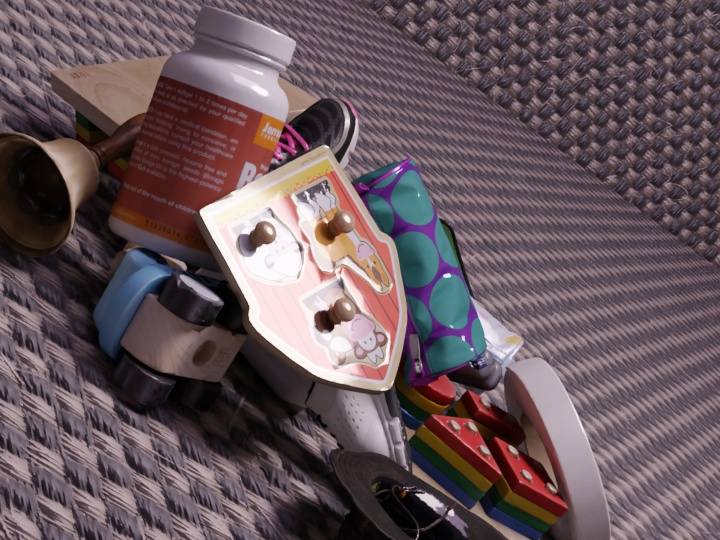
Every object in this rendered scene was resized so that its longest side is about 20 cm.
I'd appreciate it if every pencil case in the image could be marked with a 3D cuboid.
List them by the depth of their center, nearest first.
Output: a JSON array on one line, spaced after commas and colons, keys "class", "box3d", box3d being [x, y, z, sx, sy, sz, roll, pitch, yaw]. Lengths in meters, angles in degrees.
[{"class": "pencil case", "box3d": [0.045, 0.004, 1.679, 0.092, 0.085, 0.201, -33, 103, -56]}, {"class": "pencil case", "box3d": [0.082, 0.043, 1.983, 0.200, 0.083, 0.091, 43, -24, 0]}]

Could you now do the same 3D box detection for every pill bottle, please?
[{"class": "pill bottle", "box3d": [-0.125, -0.109, 1.528, 0.111, 0.202, 0.112, 20, 2, -1]}]

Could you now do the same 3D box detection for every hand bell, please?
[{"class": "hand bell", "box3d": [-0.220, -0.095, 1.552, 0.104, 0.104, 0.200, 43, 37, 9]}]

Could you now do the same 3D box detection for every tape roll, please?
[{"class": "tape roll", "box3d": [0.194, 0.187, 1.839, 0.203, 0.037, 0.205, 162, -90, -84]}]

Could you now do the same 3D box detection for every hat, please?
[{"class": "hat", "box3d": [0.040, 0.228, 1.473, 0.200, 0.081, 0.201, 33, 9, -6]}]

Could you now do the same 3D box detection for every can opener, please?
[{"class": "can opener", "box3d": [0.059, 0.065, 1.884, 0.199, 0.067, 0.053, 14, -21, 34]}]

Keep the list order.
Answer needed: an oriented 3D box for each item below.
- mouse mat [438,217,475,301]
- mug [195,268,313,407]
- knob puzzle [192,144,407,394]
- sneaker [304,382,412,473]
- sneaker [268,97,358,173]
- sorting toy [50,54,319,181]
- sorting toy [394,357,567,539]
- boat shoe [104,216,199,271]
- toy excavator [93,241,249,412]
[{"class": "mouse mat", "box3d": [0.060, -0.008, 2.041, 0.160, 0.008, 0.201, 24, -30, 35]}, {"class": "mug", "box3d": [-0.046, 0.032, 1.675, 0.154, 0.149, 0.186, 57, 28, 4]}, {"class": "knob puzzle", "box3d": [-0.024, 0.007, 1.497, 0.219, 0.030, 0.221, 24, 52, -34]}, {"class": "sneaker", "box3d": [-0.003, 0.125, 1.585, 0.074, 0.079, 0.202, -95, 172, -81]}, {"class": "sneaker", "box3d": [-0.089, -0.094, 1.650, 0.074, 0.199, 0.088, 49, -6, 39]}, {"class": "sorting toy", "box3d": [-0.166, -0.140, 1.754, 0.197, 0.070, 0.200, -11, 27, -28]}, {"class": "sorting toy", "box3d": [0.093, 0.167, 1.765, 0.198, 0.070, 0.200, 32, 18, -32]}, {"class": "boat shoe", "box3d": [-0.145, -0.035, 1.729, 0.199, 0.071, 0.065, -4, 72, -38]}, {"class": "toy excavator", "box3d": [-0.169, 0.021, 1.529, 0.200, 0.100, 0.194, 38, 11, 29]}]
